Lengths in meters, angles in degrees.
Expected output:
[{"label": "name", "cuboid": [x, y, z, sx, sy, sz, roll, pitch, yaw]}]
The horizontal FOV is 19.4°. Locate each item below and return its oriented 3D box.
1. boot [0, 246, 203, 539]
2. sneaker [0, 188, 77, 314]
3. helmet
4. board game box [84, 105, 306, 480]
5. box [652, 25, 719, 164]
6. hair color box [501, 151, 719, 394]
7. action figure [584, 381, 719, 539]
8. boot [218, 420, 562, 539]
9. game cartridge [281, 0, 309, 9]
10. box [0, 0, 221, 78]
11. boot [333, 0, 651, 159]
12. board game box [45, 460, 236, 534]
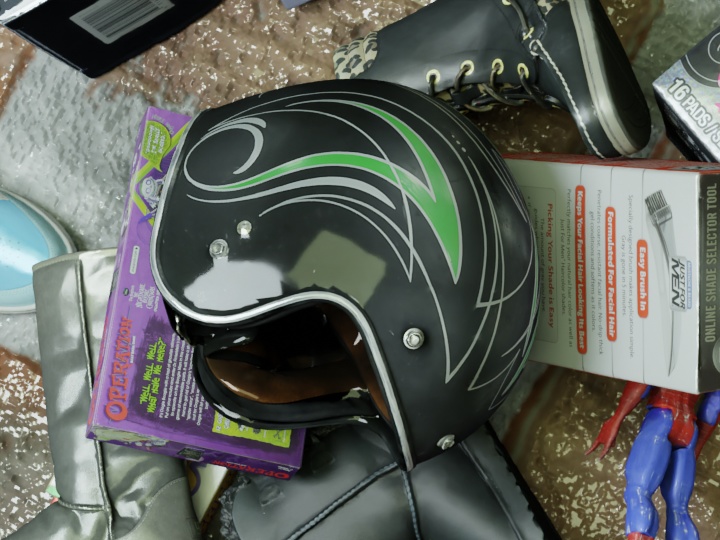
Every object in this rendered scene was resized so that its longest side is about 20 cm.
[{"label": "boot", "cuboid": [-0.172, 0.093, 1.209, 0.181, 0.073, 0.201, -10, 85, -1]}, {"label": "sneaker", "cuboid": [-0.271, -0.035, 1.242, 0.200, 0.131, 0.080, 23, 87, 13]}, {"label": "helmet", "cuboid": [0.000, 0.000, 1.092, 0.190, 0.200, 0.201, 7, 84, 10]}, {"label": "board game box", "cuboid": [-0.081, 0.011, 1.190, 0.120, 0.032, 0.201, 16, 63, -16]}, {"label": "box", "cuboid": [0.265, -0.050, 1.124, 0.115, 0.132, 0.200, -41, 77, 3]}, {"label": "hair color box", "cuboid": [0.134, -0.004, 1.113, 0.064, 0.200, 0.111, -5, 98, -31]}, {"label": "action figure", "cuboid": [0.168, 0.096, 1.161, 0.065, 0.052, 0.201, 23, 72, -25]}, {"label": "boot", "cuboid": [0.022, 0.158, 1.182, 0.162, 0.073, 0.199, -33, 70, 4]}, {"label": "game cartridge", "cuboid": [0.022, -0.239, 1.214, 0.200, 0.038, 0.130, -22, 122, 9]}, {"label": "box", "cuboid": [-0.184, -0.235, 1.241, 0.104, 0.148, 0.200, -29, 76, 8]}, {"label": "boot", "cuboid": [0.070, -0.100, 1.169, 0.153, 0.074, 0.204, -28, 37, 11]}, {"label": "board game box", "cuboid": [-0.107, 0.081, 1.246, 0.095, 0.030, 0.200, 28, 92, 15]}]
